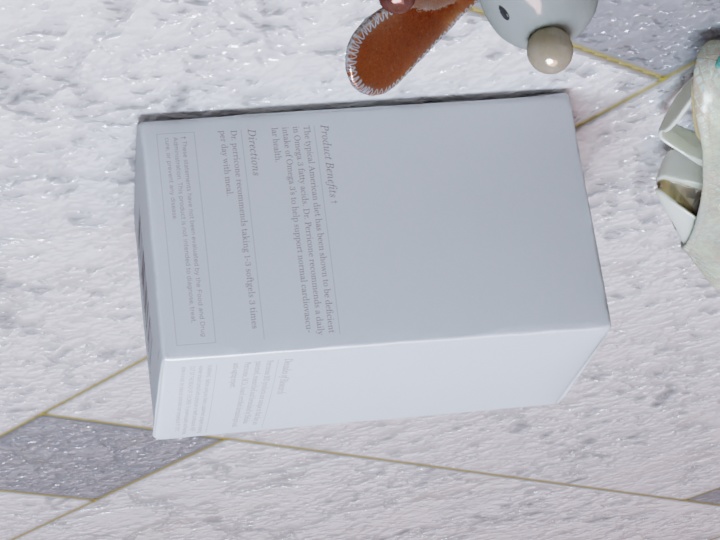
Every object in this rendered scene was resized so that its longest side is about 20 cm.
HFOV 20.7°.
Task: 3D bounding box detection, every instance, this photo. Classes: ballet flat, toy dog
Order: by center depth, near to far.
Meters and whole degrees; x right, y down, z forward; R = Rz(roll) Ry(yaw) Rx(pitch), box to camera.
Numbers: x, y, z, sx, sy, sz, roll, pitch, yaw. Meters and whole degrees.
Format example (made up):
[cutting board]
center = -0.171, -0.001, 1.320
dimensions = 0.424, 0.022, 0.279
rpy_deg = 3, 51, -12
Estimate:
[toy dog]
center = 0.036, -0.106, 0.658
dimensions = 0.200, 0.097, 0.132
rpy_deg = 12, 151, -41
[ballet flat]
center = 0.171, -0.054, 0.936
dimensions = 0.062, 0.068, 0.200
rpy_deg = 19, 157, 9

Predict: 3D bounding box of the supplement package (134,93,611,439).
[supplement package]
center = 0.000, 0.000, 0.908
dimensions = 0.199, 0.117, 0.117
rpy_deg = -4, 158, -9
